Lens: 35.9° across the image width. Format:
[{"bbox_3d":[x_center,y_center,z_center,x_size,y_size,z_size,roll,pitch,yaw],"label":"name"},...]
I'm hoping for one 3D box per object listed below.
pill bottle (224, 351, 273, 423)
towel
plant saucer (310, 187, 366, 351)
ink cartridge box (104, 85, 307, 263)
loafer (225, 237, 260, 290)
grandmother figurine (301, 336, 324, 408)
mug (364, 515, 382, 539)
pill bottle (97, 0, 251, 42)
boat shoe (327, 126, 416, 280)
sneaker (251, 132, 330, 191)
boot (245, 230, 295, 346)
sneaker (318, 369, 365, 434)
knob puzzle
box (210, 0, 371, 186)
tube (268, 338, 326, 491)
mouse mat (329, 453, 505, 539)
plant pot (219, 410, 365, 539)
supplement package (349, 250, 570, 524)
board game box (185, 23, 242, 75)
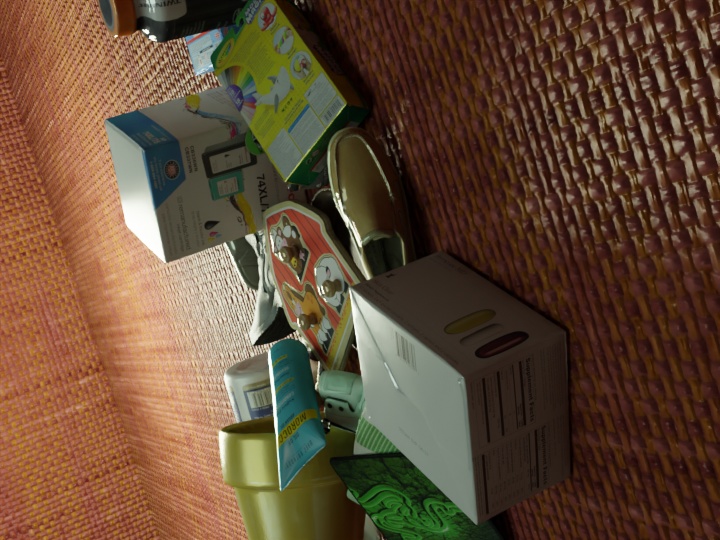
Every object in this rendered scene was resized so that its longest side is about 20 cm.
[{"bbox_3d":[-0.120,0.227,1.605,0.111,0.110,0.203,7,114,65],"label":"pill bottle"},{"bbox_3d":[0.060,0.224,1.211,0.151,0.024,0.202,24,141,14],"label":"towel"},{"bbox_3d":[0.000,0.000,1.256,0.200,0.034,0.203,47,148,42],"label":"plant saucer"},{"bbox_3d":[-0.188,-0.128,1.373,0.146,0.197,0.149,34,138,52],"label":"ink cartridge box"},{"bbox_3d":[-0.177,-0.069,1.567,0.063,0.071,0.203,-170,61,-72],"label":"loafer"},{"bbox_3d":[-0.056,0.094,1.431,0.122,0.060,0.201,60,152,25],"label":"grandmother figurine"},{"bbox_3d":[-0.007,0.433,1.495,0.197,0.148,0.177,16,139,28],"label":"mug"},{"bbox_3d":[-0.191,-0.316,1.232,0.106,0.197,0.108,47,148,42],"label":"pill bottle"},{"bbox_3d":[0.018,-0.045,1.110,0.076,0.071,0.203,-71,-41,-78],"label":"boat shoe"},{"bbox_3d":[-0.090,-0.178,1.261,0.202,0.081,0.077,62,156,21],"label":"sneaker"},{"bbox_3d":[-0.121,0.006,1.509,0.133,0.069,0.201,63,144,22],"label":"boot"},{"bbox_3d":[0.009,0.129,1.217,0.116,0.074,0.202,18,142,7],"label":"sneaker"},{"bbox_3d":[-0.070,0.006,1.302,0.219,0.030,0.223,38,138,44],"label":"knob puzzle"},{"bbox_3d":[-0.083,-0.203,1.195,0.118,0.048,0.201,-47,62,26],"label":"box"},{"bbox_3d":[-0.074,0.158,1.272,0.078,0.050,0.201,-51,27,22],"label":"tube"},{"bbox_3d":[0.064,0.259,1.207,0.199,0.008,0.162,-13,117,51],"label":"mouse mat"},{"bbox_3d":[-0.069,0.281,1.376,0.200,0.197,0.193,172,92,-67],"label":"plant pot"},{"bbox_3d":[0.090,0.100,1.027,0.200,0.109,0.158,36,140,53],"label":"supplement package"},{"bbox_3d":[-0.208,-0.366,1.443,0.151,0.036,0.203,4,112,66],"label":"board game box"}]
